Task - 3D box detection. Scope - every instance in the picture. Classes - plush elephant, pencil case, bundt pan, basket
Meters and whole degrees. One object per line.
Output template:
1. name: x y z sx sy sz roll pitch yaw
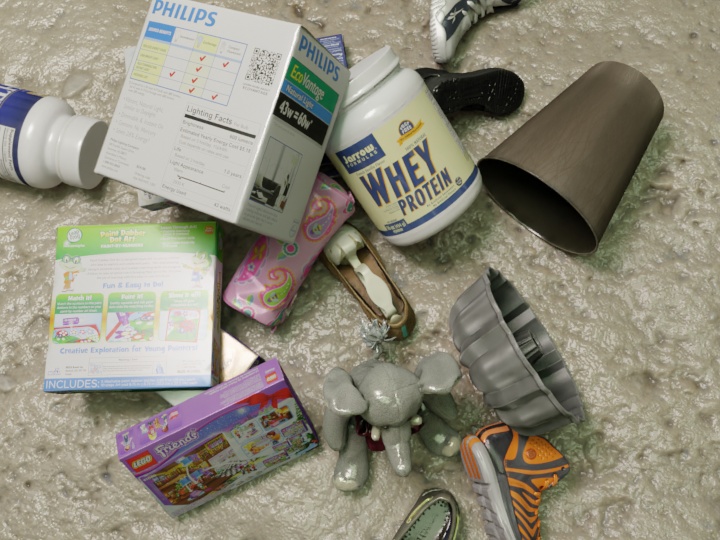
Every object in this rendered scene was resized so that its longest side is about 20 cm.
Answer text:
1. plush elephant: 0.033 0.156 0.836 0.163 0.155 0.203 -11 95 -2
2. pencil case: -0.086 -0.026 0.916 0.087 0.087 0.201 34 97 10
3. bundt pan: 0.170 0.100 0.855 0.075 0.201 0.203 -34 77 18
4. basket: 0.277 -0.150 0.938 0.180 0.136 0.200 38 77 16

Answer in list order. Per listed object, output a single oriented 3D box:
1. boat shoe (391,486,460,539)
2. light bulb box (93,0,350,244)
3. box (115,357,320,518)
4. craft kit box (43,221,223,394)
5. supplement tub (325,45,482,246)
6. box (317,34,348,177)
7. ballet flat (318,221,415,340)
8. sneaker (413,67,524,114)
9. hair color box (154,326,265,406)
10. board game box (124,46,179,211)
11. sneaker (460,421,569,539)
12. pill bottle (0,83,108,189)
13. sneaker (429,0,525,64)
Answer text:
1. boat shoe: 0.053 0.344 0.859 0.072 0.060 0.203 28 79 8
2. light bulb box: -0.144 -0.159 0.798 0.197 0.125 0.202 20 91 24
3. box: -0.159 0.196 0.867 0.198 0.138 0.039 -25 43 -5
4. craft kit box: -0.265 0.043 0.890 0.197 0.049 0.200 -1 78 2
5. supplement tub: 0.040 -0.148 0.901 0.145 0.145 0.201 -39 108 -7
6. box: -0.067 -0.213 1.013 0.120 0.032 0.202 -9 76 0
7. ballet flat: 0.000 0.000 0.939 0.067 0.072 0.201 -33 77 -6
8. sneaker: 0.115 -0.241 0.992 0.198 0.104 0.061 -11 115 -33
9. hair color box: -0.230 0.096 0.929 0.199 0.065 0.110 34 79 8
10. board game box: -0.213 -0.185 0.913 0.133 0.034 0.203 -11 82 16
11. sneaker: 0.198 0.270 0.865 0.111 0.078 0.202 -17 89 -17
12. pill bottle: -0.434 -0.172 0.972 0.198 0.120 0.121 14 77 5
13. sneaker: 0.168 -0.368 1.018 0.128 0.080 0.201 8 67 13
